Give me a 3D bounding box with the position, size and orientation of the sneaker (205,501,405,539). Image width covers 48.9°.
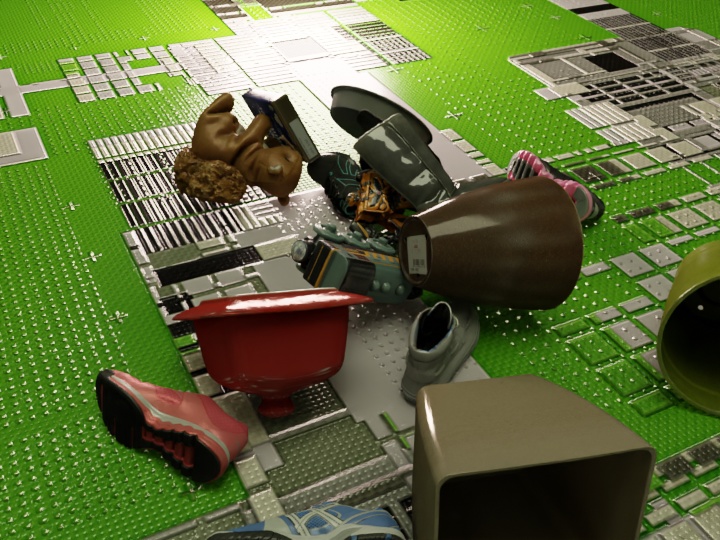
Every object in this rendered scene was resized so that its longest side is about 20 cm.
[{"bbox_3d":[-0.054,0.274,0.781,0.200,0.076,0.077,1,15,-4],"label":"sneaker"}]

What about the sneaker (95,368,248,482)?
[{"bbox_3d":[-0.216,0.168,0.908,0.200,0.074,0.087,26,29,21],"label":"sneaker"}]

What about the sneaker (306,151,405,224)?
[{"bbox_3d":[-0.022,-0.135,1.300,0.200,0.075,0.079,30,47,30],"label":"sneaker"}]

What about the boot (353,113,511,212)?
[{"bbox_3d":[0.113,-0.155,1.198,0.182,0.073,0.200,-29,69,-30],"label":"boot"}]

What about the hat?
[{"bbox_3d":[0.051,-0.178,1.323,0.201,0.201,0.081,30,83,30],"label":"hat"}]

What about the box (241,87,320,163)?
[{"bbox_3d":[-0.146,-0.255,1.378,0.032,0.121,0.200,-37,28,-12],"label":"box"}]

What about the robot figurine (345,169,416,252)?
[{"bbox_3d":[0.076,-0.095,1.221,0.200,0.058,0.145,12,61,-11],"label":"robot figurine"}]

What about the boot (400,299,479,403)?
[{"bbox_3d":[0.110,0.076,1.016,0.073,0.096,0.200,16,39,15],"label":"boot"}]

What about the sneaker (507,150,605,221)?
[{"bbox_3d":[0.334,-0.139,1.352,0.095,0.079,0.200,2,32,-40],"label":"sneaker"}]

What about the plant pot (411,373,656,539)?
[{"bbox_3d":[0.141,0.211,0.781,0.200,0.200,0.177,-5,26,-11],"label":"plant pot"}]

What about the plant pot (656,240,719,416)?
[{"bbox_3d":[0.482,0.054,1.021,0.200,0.201,0.193,12,26,11],"label":"plant pot"}]

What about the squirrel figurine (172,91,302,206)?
[{"bbox_3d":[-0.199,-0.166,1.305,0.187,0.142,0.200,34,60,19],"label":"squirrel figurine"}]

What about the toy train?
[{"bbox_3d":[0.000,0.000,1.076,0.200,0.085,0.114,12,20,-46],"label":"toy train"}]

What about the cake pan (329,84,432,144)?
[{"bbox_3d":[0.030,-0.257,1.394,0.200,0.200,0.037,23,82,23],"label":"cake pan"}]

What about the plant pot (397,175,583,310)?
[{"bbox_3d":[0.159,-0.030,1.061,0.200,0.187,0.187,-5,37,-25],"label":"plant pot"}]

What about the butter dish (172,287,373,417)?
[{"bbox_3d":[-0.104,0.100,0.940,0.200,0.148,0.199,-3,-3,-28],"label":"butter dish"}]
